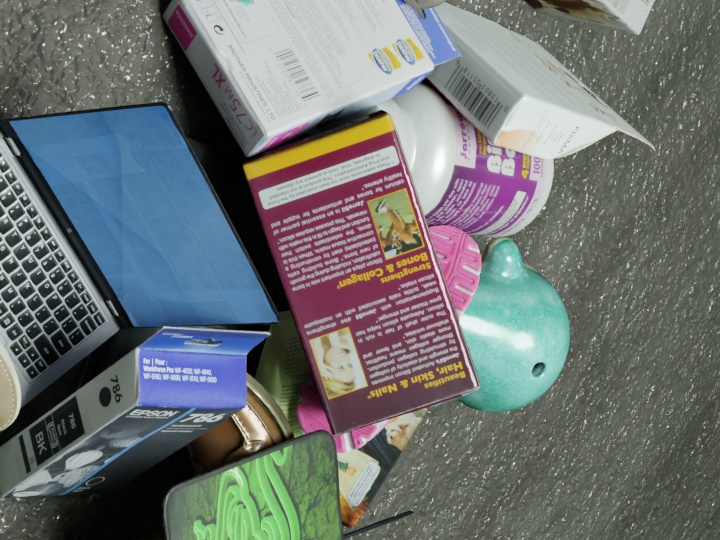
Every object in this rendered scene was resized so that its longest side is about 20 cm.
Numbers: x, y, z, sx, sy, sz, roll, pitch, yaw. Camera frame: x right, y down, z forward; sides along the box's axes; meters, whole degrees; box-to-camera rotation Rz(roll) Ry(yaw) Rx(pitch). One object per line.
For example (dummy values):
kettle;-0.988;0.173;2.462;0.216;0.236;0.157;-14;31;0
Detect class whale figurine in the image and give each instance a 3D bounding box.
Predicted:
whale figurine;0.095;0.051;1.322;0.199;0.104;0.160;22;102;-44

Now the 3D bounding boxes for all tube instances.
tube;-0.068;0.122;1.216;0.051;0.058;0.202;11;104;-14

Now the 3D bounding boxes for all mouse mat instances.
mouse mat;-0.067;0.225;1.114;0.160;0.007;0.202;-17;105;-43

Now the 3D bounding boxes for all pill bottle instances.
pill bottle;0.055;-0.088;1.252;0.199;0.112;0.113;4;103;-48

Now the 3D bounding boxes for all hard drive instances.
hard drive;-0.118;0.011;1.169;0.139;0.033;0.202;16;94;-48

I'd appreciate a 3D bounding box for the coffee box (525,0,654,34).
coffee box;0.149;-0.273;1.275;0.199;0.113;0.080;27;86;-48

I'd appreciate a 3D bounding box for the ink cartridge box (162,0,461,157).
ink cartridge box;-0.030;-0.167;1.135;0.199;0.042;0.120;-27;82;-35

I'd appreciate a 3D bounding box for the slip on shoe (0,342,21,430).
slip on shoe;-0.274;0.041;0.971;0.075;0.061;0.201;-20;128;5

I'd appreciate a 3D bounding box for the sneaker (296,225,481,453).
sneaker;0.021;0.053;1.232;0.201;0.081;0.088;-53;171;-10

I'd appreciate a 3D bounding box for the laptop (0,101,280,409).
laptop;-0.188;0.007;1.006;0.200;0.116;0.188;-39;130;-17

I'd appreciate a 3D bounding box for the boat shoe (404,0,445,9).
boat shoe;0.042;-0.292;1.154;0.072;0.075;0.202;-20;102;-53

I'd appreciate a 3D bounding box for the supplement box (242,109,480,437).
supplement box;0.000;0.000;1.120;0.109;0.086;0.202;-18;98;1

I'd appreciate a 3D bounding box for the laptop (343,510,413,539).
laptop;-0.059;0.288;1.297;0.176;0.103;0.202;-11;114;-43

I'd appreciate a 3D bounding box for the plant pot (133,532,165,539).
plant pot;-0.175;0.274;1.132;0.200;0.185;0.188;-38;132;-48

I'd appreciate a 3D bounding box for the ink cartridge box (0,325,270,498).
ink cartridge box;-0.152;0.099;1.069;0.099;0.200;0.040;6;57;-46

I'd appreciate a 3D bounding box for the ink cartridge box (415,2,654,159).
ink cartridge box;0.124;-0.145;1.266;0.199;0.162;0.050;15;118;-51

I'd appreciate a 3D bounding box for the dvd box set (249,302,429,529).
dvd box set;-0.023;0.109;1.314;0.147;0.029;0.200;-56;138;-14

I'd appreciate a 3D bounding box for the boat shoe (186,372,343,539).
boat shoe;-0.083;0.145;1.140;0.201;0.072;0.068;54;44;-17
